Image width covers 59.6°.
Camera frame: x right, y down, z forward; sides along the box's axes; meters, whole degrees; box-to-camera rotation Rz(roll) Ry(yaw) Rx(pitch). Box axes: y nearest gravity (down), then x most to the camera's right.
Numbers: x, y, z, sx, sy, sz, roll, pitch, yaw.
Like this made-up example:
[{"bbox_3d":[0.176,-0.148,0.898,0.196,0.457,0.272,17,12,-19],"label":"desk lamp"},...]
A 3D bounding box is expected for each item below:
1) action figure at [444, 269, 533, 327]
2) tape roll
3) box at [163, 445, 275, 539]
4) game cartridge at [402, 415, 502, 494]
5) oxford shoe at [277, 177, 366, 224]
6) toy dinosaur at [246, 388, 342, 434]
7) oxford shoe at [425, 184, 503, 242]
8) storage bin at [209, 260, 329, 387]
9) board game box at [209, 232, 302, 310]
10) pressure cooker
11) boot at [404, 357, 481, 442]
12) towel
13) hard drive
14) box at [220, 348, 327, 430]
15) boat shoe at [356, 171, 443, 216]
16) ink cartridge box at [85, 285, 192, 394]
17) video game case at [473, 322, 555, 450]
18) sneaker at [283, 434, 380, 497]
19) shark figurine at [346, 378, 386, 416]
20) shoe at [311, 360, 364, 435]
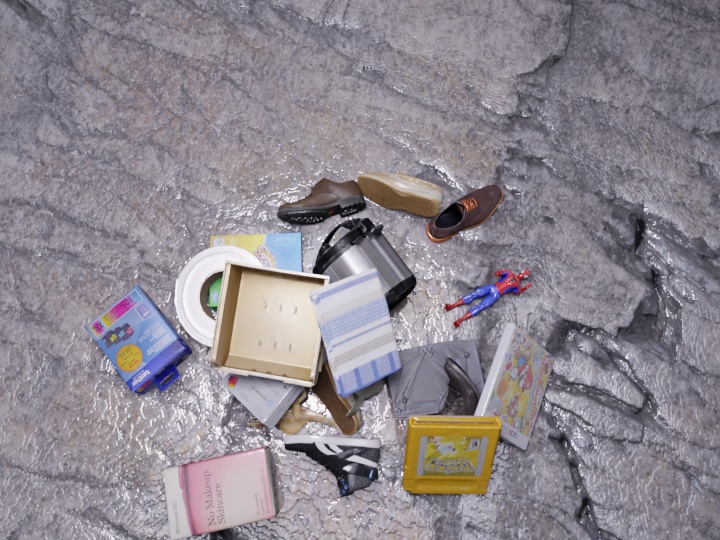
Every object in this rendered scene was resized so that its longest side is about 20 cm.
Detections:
[{"bbox_3d":[0.280,0.043,1.322,0.197,0.099,0.066,-28,79,-11],"label":"action figure"},{"bbox_3d":[-0.271,0.055,1.269,0.196,0.071,0.208,0,83,-1],"label":"tape roll"},{"bbox_3d":[-0.262,0.422,1.202,0.195,0.109,0.131,-11,77,-5],"label":"box"},{"bbox_3d":[0.170,0.356,1.201,0.171,0.204,0.033,1,34,-1],"label":"game cartridge"},{"bbox_3d":[-0.091,-0.153,1.372,0.195,0.073,0.086,-13,74,-18],"label":"oxford shoe"},{"bbox_3d":[-0.130,0.282,1.278,0.194,0.058,0.104,-1,91,6],"label":"toy dinosaur"},{"bbox_3d":[0.234,-0.130,1.372,0.198,0.073,0.072,-35,79,-9],"label":"oxford shoe"},{"bbox_3d":[-0.162,0.101,1.172,0.194,0.094,0.204,8,84,5],"label":"storage bin"},{"bbox_3d":[-0.221,0.002,1.342,0.194,0.040,0.157,-3,76,-2],"label":"board game box"},{"bbox_3d":[-0.001,0.000,1.279,0.175,0.179,0.201,-38,81,-7],"label":"pressure cooker"},{"bbox_3d":[0.160,0.290,1.231,0.172,0.069,0.203,-31,107,-1],"label":"boot"},{"bbox_3d":[-0.007,0.111,1.139,0.144,0.024,0.205,-21,102,-26],"label":"towel"},{"bbox_3d":[0.153,0.222,1.298,0.195,0.042,0.138,-10,76,-5],"label":"hard drive"},{"bbox_3d":[-0.167,0.190,1.260,0.154,0.041,0.201,29,74,38],"label":"box"},{"bbox_3d":[0.089,-0.179,1.386,0.196,0.075,0.070,21,51,13],"label":"boat shoe"},{"bbox_3d":[-0.439,0.154,1.281,0.136,0.076,0.201,-40,82,-10],"label":"ink cartridge box"},{"bbox_3d":[0.311,0.233,1.252,0.181,0.023,0.204,35,72,-38],"label":"video game case"},{"bbox_3d":[-0.058,0.384,1.236,0.194,0.073,0.115,4,74,-2],"label":"sneaker"},{"bbox_3d":[-0.022,0.188,1.226,0.088,0.217,0.128,26,57,36],"label":"shark figurine"},{"bbox_3d":[-0.055,0.240,1.287,0.070,0.053,0.203,-39,73,33],"label":"shoe"}]
